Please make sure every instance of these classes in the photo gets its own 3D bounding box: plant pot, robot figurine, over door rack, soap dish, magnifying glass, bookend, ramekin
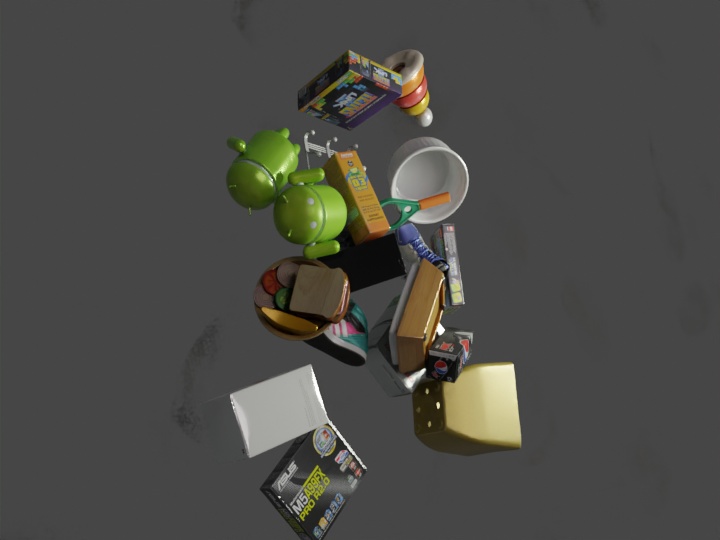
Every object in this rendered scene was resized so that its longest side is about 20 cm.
[{"bbox_3d":[0.227,0.320,1.774,0.196,0.194,0.199,9,69,-32],"label":"plant pot"},{"bbox_3d":[-0.104,-0.116,1.584,0.199,0.113,0.180,-12,93,-63],"label":"robot figurine"},{"bbox_3d":[-0.058,-0.216,1.774,0.145,0.066,0.205,11,68,-38],"label":"over door rack"},{"bbox_3d":[0.127,0.102,1.659,0.159,0.079,0.203,80,27,-54],"label":"soap dish"},{"bbox_3d":[0.122,-0.151,1.854,0.023,0.195,0.081,-112,-175,-57],"label":"magnifying glass"},{"bbox_3d":[0.000,0.000,1.719,0.195,0.199,0.094,-18,85,1],"label":"bookend"},{"bbox_3d":[-0.205,-0.211,1.605,0.177,0.114,0.202,54,47,-30],"label":"robot figurine"},{"bbox_3d":[0.158,-0.228,1.887,0.199,0.201,0.098,33,19,-29],"label":"ramekin"}]

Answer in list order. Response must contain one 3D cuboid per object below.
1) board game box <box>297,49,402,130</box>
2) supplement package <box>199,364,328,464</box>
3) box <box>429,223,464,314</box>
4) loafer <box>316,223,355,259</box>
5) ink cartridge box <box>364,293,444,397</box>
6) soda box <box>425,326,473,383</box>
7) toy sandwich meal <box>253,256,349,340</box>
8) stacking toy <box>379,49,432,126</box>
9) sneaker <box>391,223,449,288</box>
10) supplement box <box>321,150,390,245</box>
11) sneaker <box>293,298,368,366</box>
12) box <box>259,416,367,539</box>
[{"bbox_3d":[-0.026,-0.411,1.778,0.163,0.198,0.058,14,64,-37],"label":"board game box"},{"bbox_3d":[-0.181,0.271,1.459,0.197,0.120,0.123,-15,85,-44],"label":"supplement package"},{"bbox_3d":[0.215,-0.002,1.917,0.034,0.110,0.205,-2,75,-12],"label":"box"},{"bbox_3d":[-0.037,-0.083,1.746,0.197,0.073,0.073,-12,58,-45],"label":"loafer"},{"bbox_3d":[0.097,0.169,1.771,0.148,0.082,0.201,53,49,-14],"label":"ink cartridge box"},{"bbox_3d":[0.201,0.184,1.705,0.200,0.069,0.065,-33,129,-69],"label":"soda box"},{"bbox_3d":[-0.121,0.049,1.561,0.199,0.071,0.210,1,65,-2],"label":"toy sandwich meal"},{"bbox_3d":[0.131,-0.459,2.014,0.201,0.143,0.148,55,45,-39],"label":"stacking toy"},{"bbox_3d":[0.162,-0.025,1.864,0.079,0.115,0.203,-26,93,-26],"label":"sneaker"},{"bbox_3d":[-0.011,-0.161,1.691,0.066,0.069,0.203,-14,72,-37],"label":"supplement box"},{"bbox_3d":[-0.059,0.107,1.654,0.198,0.083,0.123,34,49,-20],"label":"sneaker"},{"bbox_3d":[-0.090,0.419,1.544,0.162,0.044,0.200,54,48,-15],"label":"box"}]
